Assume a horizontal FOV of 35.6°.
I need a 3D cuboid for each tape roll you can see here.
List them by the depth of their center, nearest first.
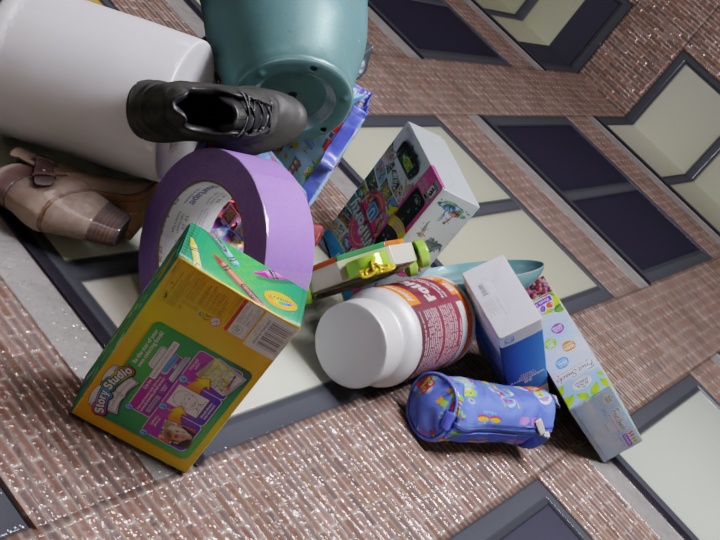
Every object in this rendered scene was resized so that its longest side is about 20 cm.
[{"bbox_3d":[-0.137,-0.018,1.117,0.065,0.200,0.200,7,40,-47],"label":"tape roll"}]

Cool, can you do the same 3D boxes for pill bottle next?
[{"bbox_3d":[0.041,0.071,1.298,0.114,0.114,0.200,48,27,18],"label":"pill bottle"}]

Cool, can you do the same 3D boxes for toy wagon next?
[{"bbox_3d":[0.000,0.000,1.266,0.200,0.155,0.040,136,-64,-77],"label":"toy wagon"}]

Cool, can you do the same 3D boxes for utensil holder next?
[{"bbox_3d":[-0.276,-0.198,1.191,0.199,0.171,0.170,17,26,7],"label":"utensil holder"}]

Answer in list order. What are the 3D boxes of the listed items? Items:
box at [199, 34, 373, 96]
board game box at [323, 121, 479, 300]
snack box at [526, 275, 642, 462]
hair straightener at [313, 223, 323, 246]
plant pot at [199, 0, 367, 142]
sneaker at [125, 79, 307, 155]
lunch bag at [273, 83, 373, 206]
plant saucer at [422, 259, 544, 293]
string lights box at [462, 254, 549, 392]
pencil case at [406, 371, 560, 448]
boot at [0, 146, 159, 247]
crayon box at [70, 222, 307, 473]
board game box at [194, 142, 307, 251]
[{"bbox_3d":[-0.103,-0.261,1.404,0.160,0.044,0.200,31,47,14],"label":"box"},{"bbox_3d":[0.046,-0.063,1.419,0.064,0.200,0.148,20,31,-32],"label":"board game box"},{"bbox_3d":[0.284,0.132,1.494,0.169,0.068,0.200,51,12,-48],"label":"snack box"},{"bbox_3d":[-0.142,-0.068,1.387,0.199,0.041,0.077,5,27,-40],"label":"hair straightener"},{"bbox_3d":[-0.082,-0.253,1.247,0.200,0.200,0.189,20,49,-33],"label":"plant pot"},{"bbox_3d":[-0.126,-0.149,1.104,0.199,0.076,0.091,-6,8,-41],"label":"sneaker"},{"bbox_3d":[-0.052,-0.174,1.487,0.094,0.151,0.200,30,17,-16],"label":"lunch bag"},{"bbox_3d":[0.146,0.014,1.494,0.200,0.199,0.028,-20,105,-60],"label":"plant saucer"},{"bbox_3d":[0.182,0.081,1.395,0.200,0.059,0.103,70,-6,-57],"label":"string lights box"},{"bbox_3d":[0.148,0.168,1.320,0.199,0.078,0.087,12,14,-40],"label":"pencil case"},{"bbox_3d":[-0.299,-0.086,1.181,0.146,0.070,0.200,25,16,-1],"label":"boot"},{"bbox_3d":[-0.149,0.071,0.963,0.119,0.200,0.058,31,28,-15],"label":"crayon box"},{"bbox_3d":[-0.138,-0.111,1.280,0.200,0.039,0.158,50,46,2],"label":"board game box"}]
